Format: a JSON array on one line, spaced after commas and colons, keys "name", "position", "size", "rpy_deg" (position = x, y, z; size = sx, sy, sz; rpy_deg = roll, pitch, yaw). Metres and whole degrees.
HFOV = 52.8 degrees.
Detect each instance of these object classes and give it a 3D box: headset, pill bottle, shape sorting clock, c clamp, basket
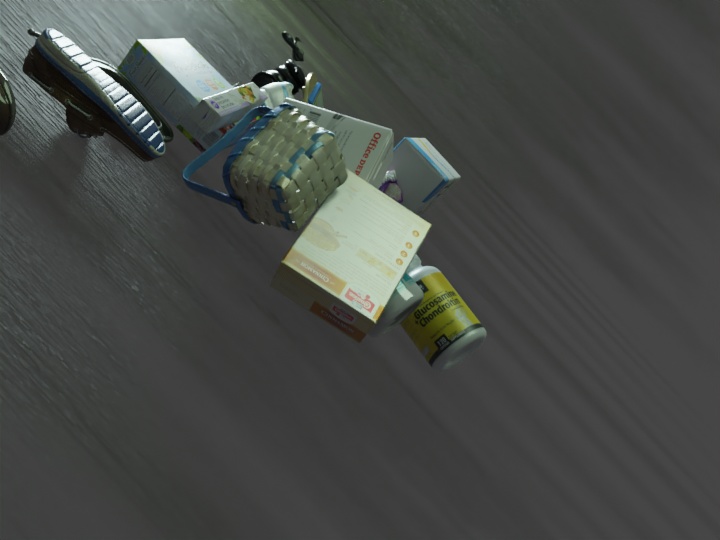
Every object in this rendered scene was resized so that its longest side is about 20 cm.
[{"name": "headset", "position": [-0.165, -0.384, 1.433], "size": [0.123, 0.200, 0.094], "rpy_deg": [-36, 95, -34]}, {"name": "pill bottle", "position": [0.117, 0.065, 1.249], "size": [0.200, 0.112, 0.112], "rpy_deg": [53, 21, 21]}, {"name": "shape sorting clock", "position": [-0.099, -0.293, 1.456], "size": [0.200, 0.039, 0.202], "rpy_deg": [-2, 90, -84]}, {"name": "c clamp", "position": [-0.363, -0.257, 1.048], "size": [0.200, 0.027, 0.171], "rpy_deg": [46, 15, 5]}, {"name": "basket", "position": [-0.134, -0.150, 1.027], "size": [0.199, 0.176, 0.139], "rpy_deg": [31, -24, 27]}, {"name": "pill bottle", "position": [0.000, 0.000, 1.144], "size": [0.200, 0.111, 0.111], "rpy_deg": [51, 20, 13]}]

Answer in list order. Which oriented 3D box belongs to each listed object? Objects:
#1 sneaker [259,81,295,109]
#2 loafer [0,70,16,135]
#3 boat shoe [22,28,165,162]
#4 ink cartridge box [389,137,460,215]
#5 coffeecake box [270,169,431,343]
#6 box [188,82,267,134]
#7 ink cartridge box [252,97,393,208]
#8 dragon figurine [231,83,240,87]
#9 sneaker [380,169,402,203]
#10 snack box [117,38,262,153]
[{"name": "sneaker", "position": [-0.125, -0.245, 1.321], "size": [0.076, 0.081, 0.201], "rpy_deg": [2, -63, 58]}, {"name": "loafer", "position": [-0.443, -0.207, 0.737], "size": [0.200, 0.073, 0.071], "rpy_deg": [40, 31, -2]}, {"name": "boat shoe", "position": [-0.338, -0.208, 0.924], "size": [0.200, 0.072, 0.072], "rpy_deg": [47, 18, -13]}, {"name": "ink cartridge box", "position": [0.135, -0.229, 1.802], "size": [0.146, 0.147, 0.200], "rpy_deg": [47, 20, 6]}, {"name": "coffeecake box", "position": [-0.011, -0.023, 1.041], "size": [0.153, 0.073, 0.200], "rpy_deg": [33, 55, -1]}, {"name": "box", "position": [-0.205, -0.261, 1.152], "size": [0.039, 0.041, 0.200], "rpy_deg": [44, 26, -5]}, {"name": "ink cartridge box", "position": [-0.061, -0.183, 1.198], "size": [0.199, 0.147, 0.084], "rpy_deg": [20, -26, 13]}, {"name": "dragon figurine", "position": [-0.214, -0.291, 1.351], "size": [0.199, 0.059, 0.100], "rpy_deg": [21, 31, -49]}, {"name": "sneaker", "position": [0.051, -0.166, 1.631], "size": [0.089, 0.080, 0.200], "rpy_deg": [63, 22, -6]}, {"name": "snack box", "position": [-0.280, -0.296, 1.217], "size": [0.200, 0.068, 0.169], "rpy_deg": [43, 22, -4]}]
